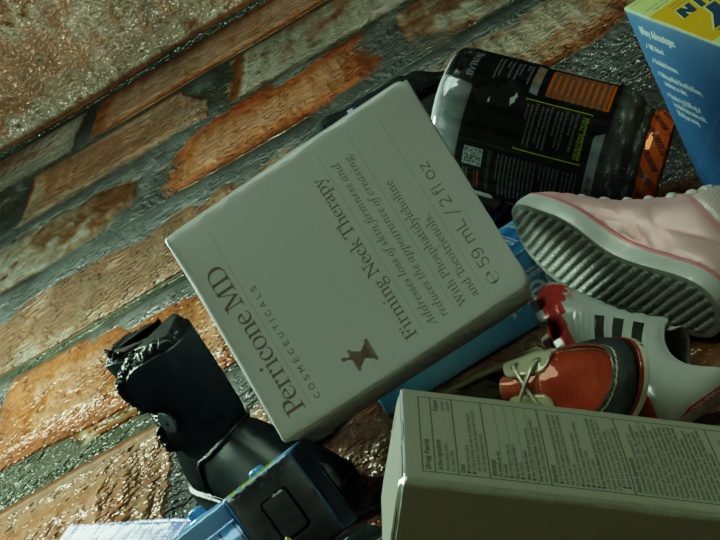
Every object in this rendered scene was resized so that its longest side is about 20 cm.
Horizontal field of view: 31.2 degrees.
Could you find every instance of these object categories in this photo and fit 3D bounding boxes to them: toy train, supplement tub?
[{"bbox_3d":[-0.093,0.201,0.900,0.199,0.087,0.114,-36,-7,-11],"label":"toy train"},{"bbox_3d":[0.164,-0.112,1.112,0.197,0.124,0.123,17,40,13],"label":"supplement tub"}]

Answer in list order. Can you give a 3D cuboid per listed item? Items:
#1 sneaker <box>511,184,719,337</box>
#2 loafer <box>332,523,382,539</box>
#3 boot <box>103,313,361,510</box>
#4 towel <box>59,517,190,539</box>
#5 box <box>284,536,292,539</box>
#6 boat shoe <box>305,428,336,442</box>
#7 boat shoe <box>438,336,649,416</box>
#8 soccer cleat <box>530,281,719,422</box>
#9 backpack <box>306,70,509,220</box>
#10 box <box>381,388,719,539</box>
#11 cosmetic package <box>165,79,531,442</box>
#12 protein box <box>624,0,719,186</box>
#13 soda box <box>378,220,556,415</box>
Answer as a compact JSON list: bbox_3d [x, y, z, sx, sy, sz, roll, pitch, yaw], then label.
[{"bbox_3d":[0.217,-0.025,0.984,0.199,0.076,0.104,26,55,39],"label":"sneaker"},{"bbox_3d":[0.054,0.180,0.826,0.199,0.073,0.073,-38,30,10],"label":"loafer"},{"bbox_3d":[-0.109,0.118,1.021,0.199,0.169,0.076,-3,35,48],"label":"boot"},{"bbox_3d":[-0.216,0.264,1.058,0.198,0.024,0.145,-12,32,42],"label":"towel"},{"bbox_3d":[0.028,0.219,0.649,0.198,0.065,0.070,22,49,22],"label":"box"},{"bbox_3d":[-0.035,0.072,1.154,0.074,0.065,0.203,-18,26,28],"label":"boat shoe"},{"bbox_3d":[0.115,0.086,0.861,0.200,0.062,0.072,-30,49,59],"label":"boat shoe"},{"bbox_3d":[0.186,0.057,0.914,0.084,0.069,0.200,-24,25,-5],"label":"soccer cleat"},{"bbox_3d":[0.072,-0.108,1.280,0.190,0.155,0.200,-44,30,-9],"label":"backpack"},{"bbox_3d":[0.112,0.130,0.700,0.197,0.079,0.095,7,26,-1],"label":"box"},{"bbox_3d":[0.000,0.000,0.935,0.199,0.169,0.166,-33,-8,4],"label":"cosmetic package"},{"bbox_3d":[0.318,-0.120,0.920,0.134,0.201,0.199,-31,22,0],"label":"protein box"},{"bbox_3d":[0.085,0.033,1.077,0.198,0.068,0.064,-32,22,0],"label":"soda box"}]
